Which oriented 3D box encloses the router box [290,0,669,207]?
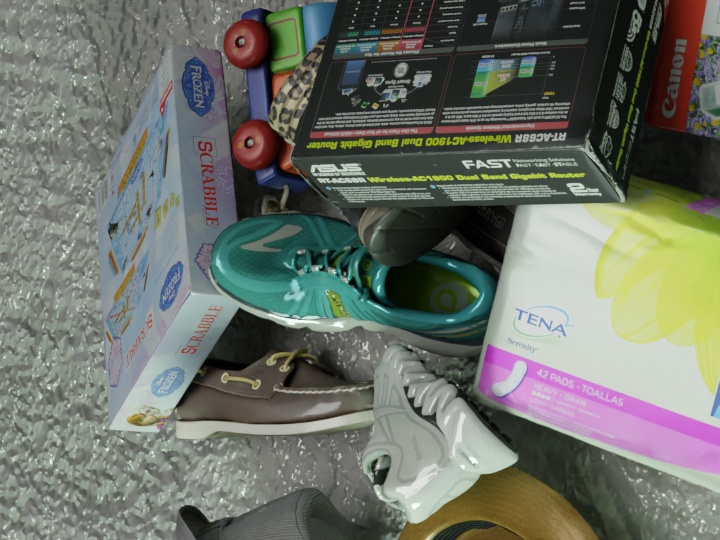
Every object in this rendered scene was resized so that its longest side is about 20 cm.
[{"bbox_3d":[0.071,-0.116,1.306,0.199,0.062,0.150,0,62,33],"label":"router box"}]

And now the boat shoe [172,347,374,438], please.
[{"bbox_3d":[-0.058,0.084,1.545,0.200,0.072,0.060,-7,85,50],"label":"boat shoe"}]

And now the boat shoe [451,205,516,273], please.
[{"bbox_3d":[0.103,-0.018,1.400,0.200,0.057,0.067,34,111,41],"label":"boat shoe"}]

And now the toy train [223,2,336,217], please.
[{"bbox_3d":[-0.019,-0.085,1.518,0.115,0.085,0.201,-12,79,30],"label":"toy train"}]

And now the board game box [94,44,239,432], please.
[{"bbox_3d":[-0.137,-0.020,1.577,0.200,0.041,0.200,126,144,-53],"label":"board game box"}]

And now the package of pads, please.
[{"bbox_3d":[0.172,0.029,1.292,0.199,0.068,0.155,19,101,27],"label":"package of pads"}]

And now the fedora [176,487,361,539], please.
[{"bbox_3d":[-0.037,0.203,1.464,0.090,0.200,0.177,-38,80,5],"label":"fedora"}]

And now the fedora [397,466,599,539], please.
[{"bbox_3d":[0.103,0.213,1.366,0.200,0.082,0.202,-4,84,44],"label":"fedora"}]

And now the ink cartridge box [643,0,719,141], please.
[{"bbox_3d":[0.216,-0.129,1.302,0.200,0.050,0.109,14,97,44],"label":"ink cartridge box"}]

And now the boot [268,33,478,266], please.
[{"bbox_3d":[0.047,-0.110,1.410,0.200,0.073,0.151,-43,50,-2],"label":"boot"}]

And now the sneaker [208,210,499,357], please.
[{"bbox_3d":[0.000,0.000,1.427,0.199,0.080,0.078,10,78,8],"label":"sneaker"}]

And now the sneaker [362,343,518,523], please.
[{"bbox_3d":[0.031,0.101,1.387,0.081,0.075,0.200,-46,11,-1],"label":"sneaker"}]
